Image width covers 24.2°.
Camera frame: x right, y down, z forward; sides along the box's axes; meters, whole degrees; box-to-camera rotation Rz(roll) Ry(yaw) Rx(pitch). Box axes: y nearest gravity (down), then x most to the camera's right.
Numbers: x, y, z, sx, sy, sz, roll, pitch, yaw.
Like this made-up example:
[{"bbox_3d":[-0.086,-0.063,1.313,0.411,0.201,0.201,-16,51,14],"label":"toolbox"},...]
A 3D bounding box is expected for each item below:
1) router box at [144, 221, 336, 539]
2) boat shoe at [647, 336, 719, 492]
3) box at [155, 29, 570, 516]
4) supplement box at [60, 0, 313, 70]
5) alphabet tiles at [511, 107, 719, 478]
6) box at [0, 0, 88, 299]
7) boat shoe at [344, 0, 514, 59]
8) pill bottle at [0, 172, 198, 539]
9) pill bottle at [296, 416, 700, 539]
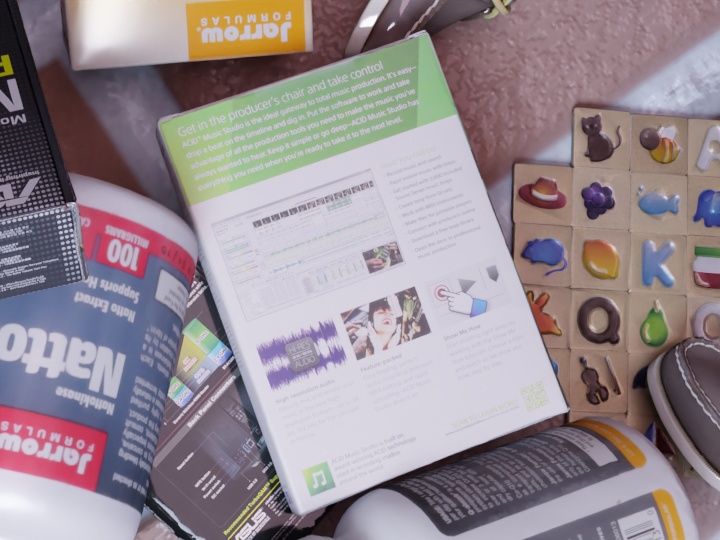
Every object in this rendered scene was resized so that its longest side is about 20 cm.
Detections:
[{"bbox_3d":[-0.047,0.041,0.851,0.150,0.062,0.200,43,78,-3],"label":"router box"},{"bbox_3d":[0.230,0.104,0.859,0.072,0.060,0.200,-25,64,-34],"label":"boat shoe"},{"bbox_3d":[0.000,0.000,0.815,0.144,0.036,0.201,-19,88,-12],"label":"box"},{"bbox_3d":[-0.092,-0.207,0.828,0.125,0.074,0.201,-7,111,-11],"label":"supplement box"},{"bbox_3d":[0.162,0.013,0.923,0.166,0.006,0.201,3,83,-10],"label":"alphabet tiles"},{"bbox_3d":[-0.223,-0.042,0.676,0.199,0.044,0.161,-13,46,-12],"label":"box"},{"bbox_3d":[0.070,-0.173,0.891,0.059,0.072,0.200,40,74,0],"label":"boat shoe"},{"bbox_3d":[-0.147,0.067,0.734,0.119,0.120,0.201,13,73,-9],"label":"pill bottle"},{"bbox_3d":[0.056,0.149,0.806,0.199,0.116,0.117,-15,86,-29],"label":"pill bottle"}]
